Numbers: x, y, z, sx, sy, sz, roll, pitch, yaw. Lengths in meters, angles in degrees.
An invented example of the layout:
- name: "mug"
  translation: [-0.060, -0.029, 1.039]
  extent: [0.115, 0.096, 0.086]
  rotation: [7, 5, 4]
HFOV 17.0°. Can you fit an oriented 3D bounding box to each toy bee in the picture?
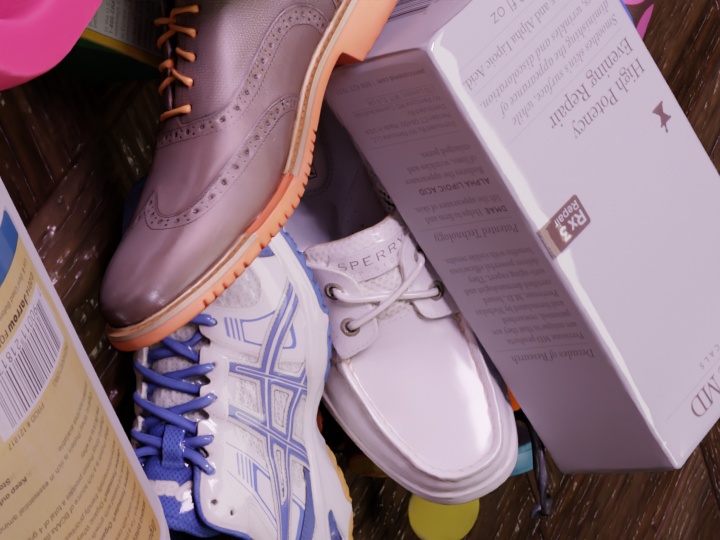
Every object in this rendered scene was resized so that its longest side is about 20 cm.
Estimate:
- name: "toy bee"
  translation: [0.026, 0.056, 1.075]
  extent: [0.200, 0.108, 0.131]
  rotation: [62, 22, -80]

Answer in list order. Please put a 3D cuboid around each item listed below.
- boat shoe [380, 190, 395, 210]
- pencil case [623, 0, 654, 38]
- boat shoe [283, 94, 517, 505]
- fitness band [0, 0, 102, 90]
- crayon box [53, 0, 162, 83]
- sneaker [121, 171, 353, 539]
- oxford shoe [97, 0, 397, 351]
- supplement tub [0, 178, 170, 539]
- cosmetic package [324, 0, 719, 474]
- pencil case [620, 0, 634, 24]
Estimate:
- name: "boat shoe"
  translation: [0.061, -0.013, 1.046]
  extent: [0.062, 0.200, 0.075]
  rotation: [-56, 177, 18]
- name: "pencil case"
  translation: [0.084, -0.095, 1.174]
  extent: [0.094, 0.091, 0.200]
  rotation: [54, 46, -54]
- name: "boat shoe"
  translation: [0.000, 0.000, 0.957]
  extent: [0.200, 0.071, 0.069]
  rotation: [60, -10, 12]
- name: "fitness band"
  translation: [-0.119, -0.135, 0.719]
  extent: [0.200, 0.037, 0.144]
  rotation: [-71, 145, -57]
- name: "crayon box"
  translation: [-0.127, -0.148, 0.827]
  extent: [0.200, 0.051, 0.126]
  rotation: [18, 74, -61]
- name: "sneaker"
  translation: [-0.056, 0.060, 0.932]
  extent: [0.088, 0.075, 0.200]
  rotation: [-45, 126, -49]
- name: "oxford shoe"
  translation: [-0.054, -0.063, 0.863]
  extent: [0.073, 0.071, 0.200]
  rotation: [41, 58, -28]
- name: "supplement tub"
  translation: [-0.141, 0.064, 0.703]
  extent: [0.145, 0.144, 0.200]
  rotation: [-59, 138, -43]
- name: "cosmetic package"
  translation: [0.080, -0.027, 0.938]
  extent: [0.102, 0.074, 0.200]
  rotation: [-47, 112, -32]
- name: "pencil case"
  translation: [0.114, -0.053, 1.090]
  extent: [0.087, 0.078, 0.200]
  rotation: [-45, 112, -37]
